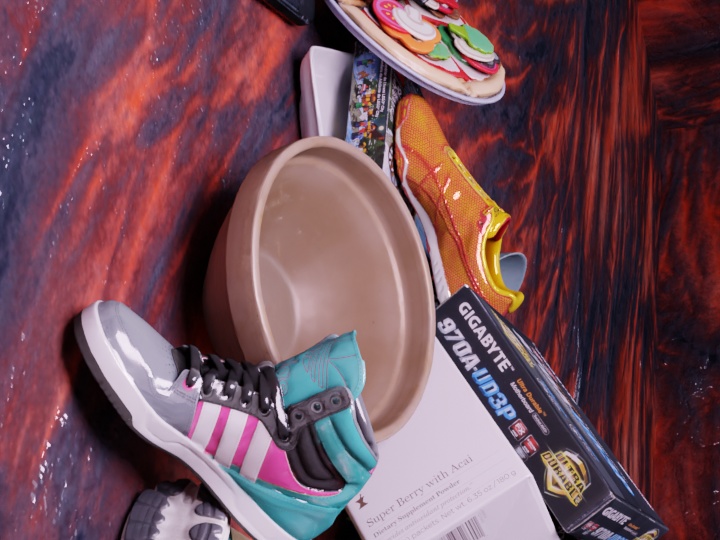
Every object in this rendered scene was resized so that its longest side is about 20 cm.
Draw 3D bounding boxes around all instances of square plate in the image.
[{"bbox_3d":[-0.008,-0.085,1.168,0.200,0.028,0.201,-17,102,-71],"label":"square plate"}]

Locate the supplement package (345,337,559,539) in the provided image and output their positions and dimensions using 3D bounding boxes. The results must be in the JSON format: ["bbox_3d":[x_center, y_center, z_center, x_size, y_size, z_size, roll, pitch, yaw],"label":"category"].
[{"bbox_3d":[0.039,0.138,0.986,0.201,0.120,0.120,55,-5,44],"label":"supplement package"}]

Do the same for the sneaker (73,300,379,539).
[{"bbox_3d":[-0.057,0.066,0.768,0.200,0.120,0.084,48,12,-27],"label":"sneaker"}]

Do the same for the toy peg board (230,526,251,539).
[{"bbox_3d":[-0.037,0.290,0.903,0.200,0.096,0.202,52,38,-58],"label":"toy peg board"}]

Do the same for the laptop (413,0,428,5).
[{"bbox_3d":[0.081,-0.306,1.176,0.117,0.199,0.187,-56,177,25],"label":"laptop"}]

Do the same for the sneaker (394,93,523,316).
[{"bbox_3d":[0.082,-0.054,1.122,0.073,0.076,0.202,-7,76,-69],"label":"sneaker"}]

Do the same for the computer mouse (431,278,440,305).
[{"bbox_3d":[0.000,0.000,1.076,0.199,0.034,0.059,30,37,-39],"label":"computer mouse"}]

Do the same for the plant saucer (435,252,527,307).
[{"bbox_3d":[0.072,0.052,1.241,0.201,0.039,0.202,-42,160,-19],"label":"plant saucer"}]

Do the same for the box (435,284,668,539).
[{"bbox_3d":[0.141,0.118,1.035,0.201,0.046,0.159,57,10,30],"label":"box"}]

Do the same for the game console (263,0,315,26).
[{"bbox_3d":[-0.032,-0.293,1.002,0.200,0.117,0.175,20,68,-69],"label":"game console"}]

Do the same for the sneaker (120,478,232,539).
[{"bbox_3d":[-0.107,0.209,0.754,0.201,0.076,0.080,-70,159,-50],"label":"sneaker"}]

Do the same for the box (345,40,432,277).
[{"bbox_3d":[0.037,-0.089,1.201,0.200,0.037,0.138,56,35,-57],"label":"box"}]

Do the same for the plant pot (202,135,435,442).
[{"bbox_3d":[-0.040,0.019,0.915,0.200,0.092,0.204,21,64,-50],"label":"plant pot"}]

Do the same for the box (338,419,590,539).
[{"bbox_3d":[0.091,0.185,1.139,0.144,0.197,0.036,-73,155,-47],"label":"box"}]

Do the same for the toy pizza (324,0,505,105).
[{"bbox_3d":[0.048,-0.217,1.161,0.199,0.032,0.201,29,29,-18],"label":"toy pizza"}]

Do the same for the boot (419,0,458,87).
[{"bbox_3d":[0.053,-0.237,1.334,0.200,0.072,0.092,-43,132,-55],"label":"boot"}]
